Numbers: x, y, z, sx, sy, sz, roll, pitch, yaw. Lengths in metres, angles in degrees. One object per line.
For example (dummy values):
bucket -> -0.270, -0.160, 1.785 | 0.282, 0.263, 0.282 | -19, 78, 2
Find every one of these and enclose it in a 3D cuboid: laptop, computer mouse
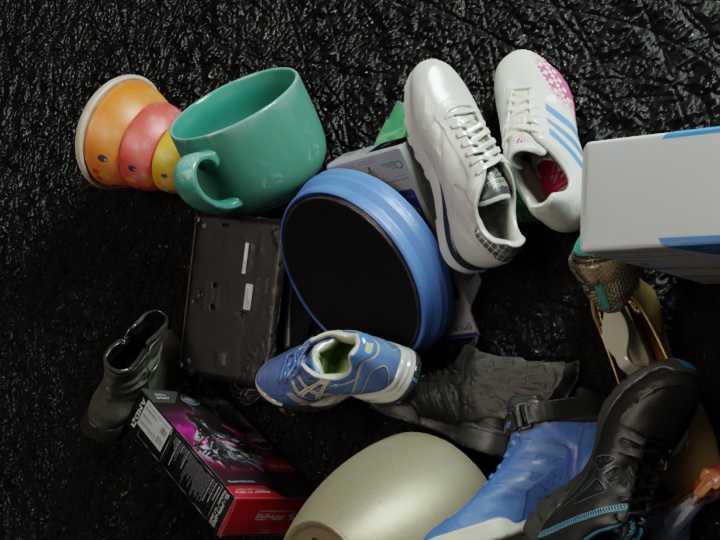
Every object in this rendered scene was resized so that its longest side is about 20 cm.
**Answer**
laptop -> -0.138, 0.029, 1.342 | 0.199, 0.103, 0.178 | 7, 91, 34
computer mouse -> -0.082, 0.049, 1.311 | 0.138, 0.053, 0.201 | 4, 89, 55

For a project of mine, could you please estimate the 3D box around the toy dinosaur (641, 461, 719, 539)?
toy dinosaur -> 0.217, 0.212, 0.961 | 0.200, 0.105, 0.182 | 33, 101, 43

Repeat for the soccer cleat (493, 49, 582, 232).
soccer cleat -> 0.159, -0.128, 1.105 | 0.070, 0.086, 0.201 | -35, 58, 31

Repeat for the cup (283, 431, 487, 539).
cup -> 0.013, 0.255, 1.080 | 0.200, 0.143, 0.201 | 4, 96, 42

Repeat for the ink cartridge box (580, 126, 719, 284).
ink cartridge box -> 0.277, -0.043, 0.902 | 0.144, 0.200, 0.085 | -3, 82, 42

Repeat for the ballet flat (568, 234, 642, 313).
ballet flat -> 0.220, -0.032, 1.012 | 0.068, 0.076, 0.200 | -7, 31, 30

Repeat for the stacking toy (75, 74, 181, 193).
stacking toy -> -0.228, -0.141, 1.455 | 0.199, 0.146, 0.147 | 23, 96, 28

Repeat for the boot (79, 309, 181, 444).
boot -> -0.233, 0.094, 1.347 | 0.068, 0.200, 0.131 | 28, 123, 3

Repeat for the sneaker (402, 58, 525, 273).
sneaker -> 0.098, -0.100, 1.089 | 0.080, 0.076, 0.201 | -30, 77, 64

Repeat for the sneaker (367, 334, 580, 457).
sneaker -> 0.099, 0.105, 1.127 | 0.199, 0.060, 0.105 | 18, 94, 38

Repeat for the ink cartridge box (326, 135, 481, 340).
ink cartridge box -> 0.049, -0.027, 1.171 | 0.099, 0.039, 0.201 | -9, 110, 43

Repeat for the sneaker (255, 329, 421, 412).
sneaker -> -0.035, 0.088, 1.169 | 0.200, 0.077, 0.076 | -14, 53, 42

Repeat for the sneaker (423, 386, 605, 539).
sneaker -> 0.130, 0.168, 1.021 | 0.199, 0.077, 0.112 | -24, 63, -1

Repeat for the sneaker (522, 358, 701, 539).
sneaker -> 0.205, 0.161, 0.923 | 0.200, 0.073, 0.082 | -61, 25, 14

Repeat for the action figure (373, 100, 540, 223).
action figure -> 0.093, -0.082, 1.178 | 0.200, 0.055, 0.119 | 24, 95, 36

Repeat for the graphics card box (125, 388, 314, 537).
graphics card box -> -0.145, 0.200, 1.280 | 0.200, 0.125, 0.051 | 38, 109, 41

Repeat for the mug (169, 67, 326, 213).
mug -> -0.126, -0.124, 1.310 | 0.185, 0.115, 0.152 | -33, 28, -15

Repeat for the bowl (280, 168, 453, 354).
bowl -> 0.000, 0.000, 1.174 | 0.200, 0.039, 0.201 | 28, 136, 31

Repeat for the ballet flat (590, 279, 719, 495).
ballet flat -> 0.234, 0.096, 0.999 | 0.069, 0.063, 0.201 | -35, 59, 32
